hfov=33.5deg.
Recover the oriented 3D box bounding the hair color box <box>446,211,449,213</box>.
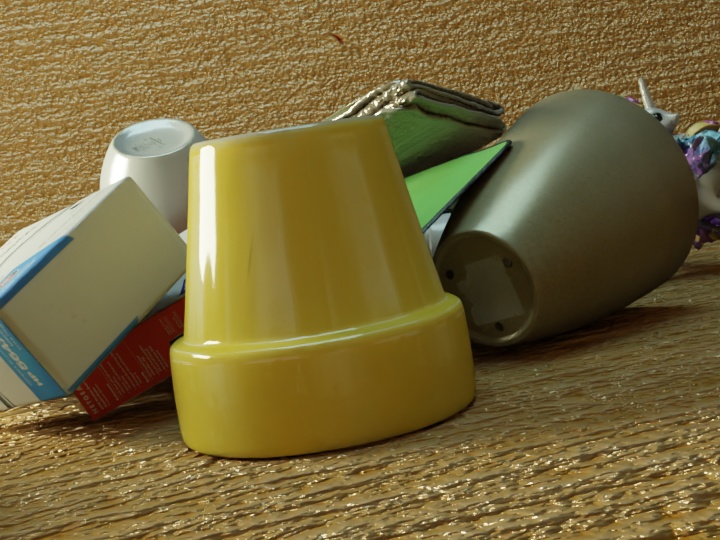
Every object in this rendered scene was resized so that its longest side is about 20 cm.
[{"bbox_3d":[0.044,-0.051,1.237,0.099,0.061,0.199,-20,-37,32],"label":"hair color box"}]

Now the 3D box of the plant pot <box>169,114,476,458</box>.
[{"bbox_3d":[-0.033,0.002,0.779,0.198,0.192,0.201,-8,6,1],"label":"plant pot"}]

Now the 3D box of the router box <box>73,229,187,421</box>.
[{"bbox_3d":[-0.143,0.019,0.972,0.178,0.049,0.200,-31,18,6],"label":"router box"}]

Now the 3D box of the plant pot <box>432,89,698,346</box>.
[{"bbox_3d":[0.146,-0.025,0.947,0.186,0.190,0.200,-4,20,38],"label":"plant pot"}]

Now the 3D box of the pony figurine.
[{"bbox_3d":[0.332,-0.078,1.170,0.198,0.196,0.166,16,21,28],"label":"pony figurine"}]

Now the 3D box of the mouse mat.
[{"bbox_3d":[0.016,-0.042,0.957,0.199,0.008,0.161,-18,20,49],"label":"mouse mat"}]

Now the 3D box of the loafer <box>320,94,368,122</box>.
[{"bbox_3d":[-0.047,-0.104,1.152,0.199,0.076,0.068,-35,-40,24],"label":"loafer"}]

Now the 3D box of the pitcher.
[{"bbox_3d":[-0.165,-0.030,1.140,0.170,0.202,0.121,24,43,38],"label":"pitcher"}]

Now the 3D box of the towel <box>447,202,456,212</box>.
[{"bbox_3d":[0.155,-0.043,1.190,0.147,0.037,0.199,27,1,36],"label":"towel"}]

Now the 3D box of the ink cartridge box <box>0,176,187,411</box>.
[{"bbox_3d":[-0.236,0.024,0.891,0.199,0.085,0.146,-16,29,50],"label":"ink cartridge box"}]

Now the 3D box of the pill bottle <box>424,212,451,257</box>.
[{"bbox_3d":[0.000,0.000,1.147,0.197,0.114,0.112,-7,6,10],"label":"pill bottle"}]

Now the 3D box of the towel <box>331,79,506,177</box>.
[{"bbox_3d":[0.020,-0.102,1.036,0.131,0.035,0.199,7,-25,-39],"label":"towel"}]
